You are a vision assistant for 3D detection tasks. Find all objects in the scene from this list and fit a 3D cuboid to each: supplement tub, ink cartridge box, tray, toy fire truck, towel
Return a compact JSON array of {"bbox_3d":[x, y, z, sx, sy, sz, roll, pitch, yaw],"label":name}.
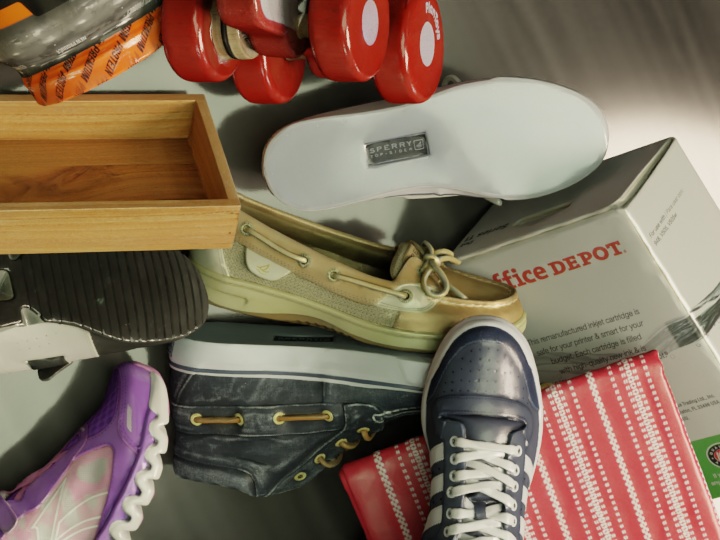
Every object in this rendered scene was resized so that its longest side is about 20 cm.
[{"bbox_3d":[-0.182,-0.199,1.392,0.122,0.122,0.201,-33,106,-12],"label":"supplement tub"},{"bbox_3d":[0.164,0.037,1.523,0.201,0.146,0.083,57,44,-17],"label":"ink cartridge box"},{"bbox_3d":[-0.174,-0.053,1.427,0.198,0.099,0.037,-1,133,-19],"label":"tray"},{"bbox_3d":[-0.028,-0.182,1.417,0.111,0.200,0.169,1,86,22],"label":"toy fire truck"},{"bbox_3d":[0.100,0.143,1.484,0.199,0.023,0.146,-21,104,5],"label":"towel"}]

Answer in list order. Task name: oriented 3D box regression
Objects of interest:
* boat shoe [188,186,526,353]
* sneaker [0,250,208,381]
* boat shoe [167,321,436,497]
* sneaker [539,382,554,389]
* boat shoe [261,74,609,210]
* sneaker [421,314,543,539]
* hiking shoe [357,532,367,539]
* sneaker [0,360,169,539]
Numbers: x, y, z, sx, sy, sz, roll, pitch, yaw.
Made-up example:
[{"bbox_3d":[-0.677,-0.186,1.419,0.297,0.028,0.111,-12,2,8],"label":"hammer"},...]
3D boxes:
[{"bbox_3d":[0.000,-0.001,1.481,0.199,0.073,0.064,12,109,6],"label":"boat shoe"},{"bbox_3d":[-0.186,0.022,1.446,0.198,0.089,0.075,0,66,-23],"label":"sneaker"},{"bbox_3d":[-0.014,0.082,1.497,0.198,0.071,0.092,3,104,7],"label":"boat shoe"},{"bbox_3d":[0.076,0.148,1.559,0.075,0.090,0.201,-38,135,-53],"label":"sneaker"},{"bbox_3d":[0.042,-0.072,1.504,0.200,0.086,0.075,-10,100,0],"label":"boat shoe"},{"bbox_3d":[0.063,0.132,1.413,0.069,0.109,0.202,7,105,-1],"label":"sneaker"},{"bbox_3d":[0.038,0.249,1.551,0.086,0.074,0.201,-32,106,-14],"label":"hiking shoe"},{"bbox_3d":[-0.175,0.141,1.465,0.088,0.080,0.201,24,90,-13],"label":"sneaker"}]
